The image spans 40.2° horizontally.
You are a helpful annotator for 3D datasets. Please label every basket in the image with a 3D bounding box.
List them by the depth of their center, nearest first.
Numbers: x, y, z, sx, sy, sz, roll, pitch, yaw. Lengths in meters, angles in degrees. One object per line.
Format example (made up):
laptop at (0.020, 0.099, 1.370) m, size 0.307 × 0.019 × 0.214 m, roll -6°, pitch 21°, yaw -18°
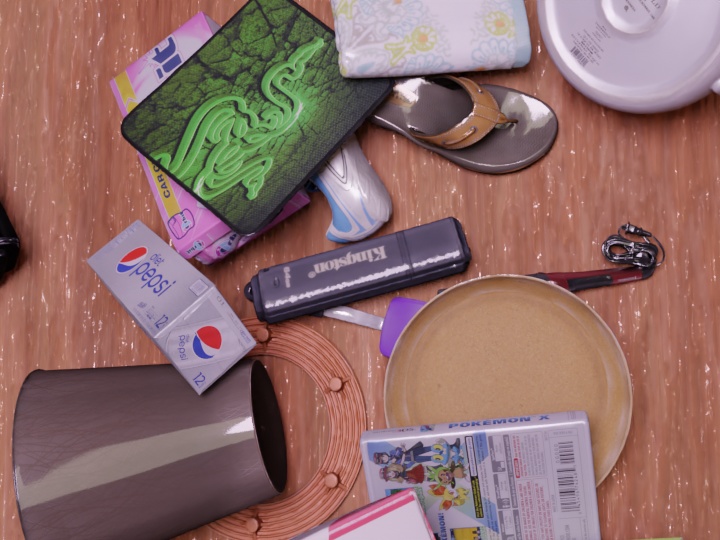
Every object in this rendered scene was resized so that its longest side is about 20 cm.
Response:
basket at (-0.169, 0.153, 0.827) m, size 0.196 × 0.136 × 0.184 m, roll -12°, pitch 69°, yaw 6°

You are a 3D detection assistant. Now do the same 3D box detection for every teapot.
teapot at (0.252, -0.226, 0.814) m, size 0.194 × 0.145 × 0.204 m, roll 9°, pitch 108°, yaw 34°

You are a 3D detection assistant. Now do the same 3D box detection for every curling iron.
curling iron at (0.162, 0.002, 0.851) m, size 0.196 × 0.026 × 0.051 m, roll -14°, pitch 86°, yaw 8°

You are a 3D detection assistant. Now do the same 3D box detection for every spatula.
spatula at (-0.016, 0.038, 0.886) m, size 0.196 × 0.021 × 0.058 m, roll 14°, pitch 84°, yaw 14°

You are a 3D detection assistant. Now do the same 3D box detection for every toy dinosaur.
toy dinosaur at (0.131, 0.119, 0.824) m, size 0.100 × 0.058 × 0.202 m, roll 28°, pitch 88°, yaw 13°

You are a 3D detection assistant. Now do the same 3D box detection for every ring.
ring at (-0.091, 0.142, 0.887) m, size 0.196 × 0.019 × 0.205 m, roll -2°, pitch 82°, yaw 11°

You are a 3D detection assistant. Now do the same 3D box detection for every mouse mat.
mouse mat at (-0.086, -0.141, 0.840) m, size 0.160 × 0.008 × 0.200 m, roll 37°, pitch 73°, yaw 14°

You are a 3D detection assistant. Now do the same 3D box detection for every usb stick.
usb stick at (0.000, 0.000, 0.870) m, size 0.196 × 0.033 × 0.056 m, roll -15°, pitch 59°, yaw 3°

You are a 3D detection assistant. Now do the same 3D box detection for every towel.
towel at (0.053, -0.262, 0.873) m, size 0.167 × 0.048 × 0.204 m, roll -7°, pitch 68°, yaw -6°

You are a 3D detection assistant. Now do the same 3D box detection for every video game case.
video game case at (0.102, 0.215, 0.791) m, size 0.178 × 0.022 × 0.204 m, roll -7°, pitch 107°, yaw 10°

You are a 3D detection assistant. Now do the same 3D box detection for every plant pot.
plant pot at (0.117, 0.102, 0.792) m, size 0.196 × 0.027 × 0.205 m, roll 1°, pitch 99°, yaw 8°

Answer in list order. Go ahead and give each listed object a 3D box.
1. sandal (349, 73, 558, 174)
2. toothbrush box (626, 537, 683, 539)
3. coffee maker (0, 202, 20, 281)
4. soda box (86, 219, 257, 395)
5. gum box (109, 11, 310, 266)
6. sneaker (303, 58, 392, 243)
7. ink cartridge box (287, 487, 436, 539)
sandal at (0.079, -0.144, 0.864) m, size 0.197 × 0.055 × 0.083 m, roll 22°, pitch 85°, yaw -2°
toothbrush box at (0.157, 0.294, 0.751) m, size 0.196 × 0.086 × 0.149 m, roll -7°, pitch 107°, yaw 10°
coffee maker at (-0.408, -0.080, 0.899) m, size 0.133 × 0.192 × 0.202 m, roll -26°, pitch 78°, yaw -10°
soda box at (-0.164, 0.025, 0.832) m, size 0.063 × 0.069 × 0.199 m, roll -40°, pitch 32°, yaw -12°
gum box at (-0.136, -0.114, 0.889) m, size 0.112 × 0.066 × 0.202 m, roll -32°, pitch 68°, yaw 14°
sneaker at (-0.035, -0.120, 0.891) m, size 0.072 × 0.072 × 0.203 m, roll -27°, pitch 73°, yaw 18°
ink cartridge box at (-0.038, 0.244, 0.747) m, size 0.144 × 0.200 × 0.086 m, roll -19°, pitch 79°, yaw -25°
